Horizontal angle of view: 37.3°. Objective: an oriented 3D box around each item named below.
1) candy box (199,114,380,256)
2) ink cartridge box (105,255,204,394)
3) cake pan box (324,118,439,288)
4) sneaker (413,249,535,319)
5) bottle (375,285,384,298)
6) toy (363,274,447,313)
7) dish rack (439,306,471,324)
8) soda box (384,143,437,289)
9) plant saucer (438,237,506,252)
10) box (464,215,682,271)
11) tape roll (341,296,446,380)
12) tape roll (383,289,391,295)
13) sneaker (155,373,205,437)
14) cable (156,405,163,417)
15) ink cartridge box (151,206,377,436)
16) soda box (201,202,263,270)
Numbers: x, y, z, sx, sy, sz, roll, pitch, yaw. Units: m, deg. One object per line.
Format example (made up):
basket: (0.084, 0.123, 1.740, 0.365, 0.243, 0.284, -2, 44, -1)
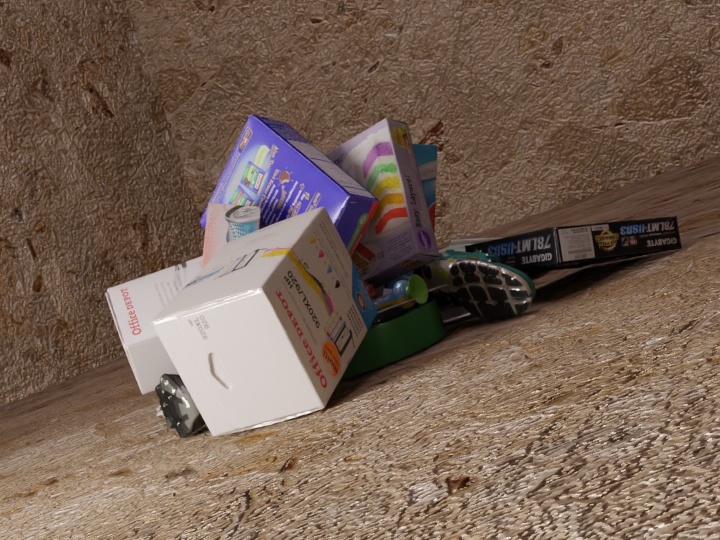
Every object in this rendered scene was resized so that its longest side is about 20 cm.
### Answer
candy box: (-0.093, -0.074, 1.364, 0.077, 0.200, 0.170, 1, -56, -52)
ink cartridge box: (-0.216, 0.058, 1.395, 0.198, 0.087, 0.147, -20, 36, -12)
cake pan box: (-0.002, -0.071, 1.375, 0.199, 0.186, 0.052, -24, -21, 40)
sneaker: (0.144, 0.003, 1.306, 0.079, 0.078, 0.199, -32, 24, -25)
bottle: (0.000, 0.000, 1.464, 0.065, 0.202, 0.084, -1, 23, -22)
toy: (-0.004, 0.040, 1.312, 0.199, 0.048, 0.115, -17, 2, 38)
dish rack: (0.126, 0.040, 1.500, 0.170, 0.044, 0.199, -19, 1, 35)
soda box: (0.067, -0.074, 1.492, 0.067, 0.203, 0.064, 2, 0, -8)
plant saucer: (0.192, -0.024, 1.649, 0.197, 0.051, 0.200, -3, 0, 0)
box: (0.268, -0.028, 1.363, 0.197, 0.050, 0.199, -4, -4, -28)
tape roll: (0.006, 0.087, 1.315, 0.198, 0.049, 0.200, -19, 2, 1)
tape roll: (-0.009, 0.029, 1.622, 0.198, 0.066, 0.201, -24, -22, -10)
sneaker: (-0.196, 0.147, 1.265, 0.078, 0.076, 0.200, -17, 2, -15)
cable: (-0.199, 0.112, 1.513, 0.199, 0.070, 0.200, -26, 12, 24)
ink cartridge box: (-0.096, 0.053, 1.147, 0.143, 0.148, 0.200, -18, 20, 26)
soda box: (-0.160, 0.024, 1.291, 0.068, 0.203, 0.064, 5, -9, -3)
